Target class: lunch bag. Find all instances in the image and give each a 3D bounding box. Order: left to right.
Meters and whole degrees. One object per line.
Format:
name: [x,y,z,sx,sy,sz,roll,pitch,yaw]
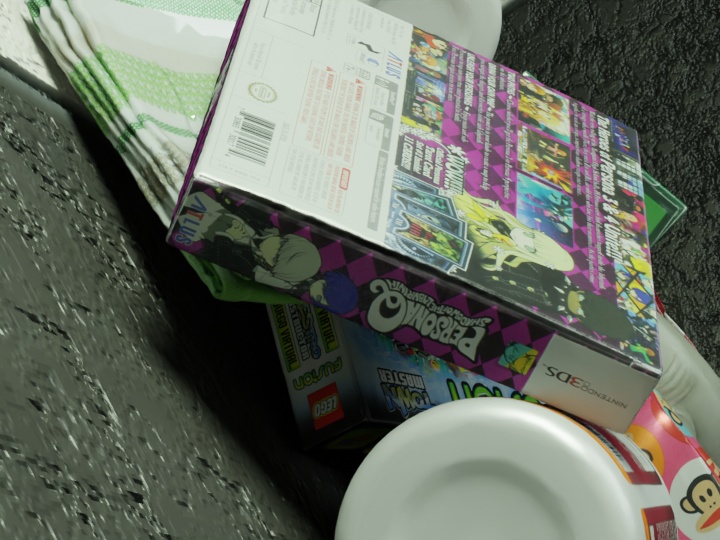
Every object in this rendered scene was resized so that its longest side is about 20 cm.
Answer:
lunch bag: [0.152,0.145,1.086,0.176,0.082,0.200,55,-10,-8]

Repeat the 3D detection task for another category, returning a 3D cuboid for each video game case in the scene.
video game case: [0.026,-0.036,0.781,0.181,0.036,0.200,22,29,-9]

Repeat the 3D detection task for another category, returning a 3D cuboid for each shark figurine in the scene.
shark figurine: [0.198,0.091,1.138,0.128,0.089,0.215,46,-15,36]

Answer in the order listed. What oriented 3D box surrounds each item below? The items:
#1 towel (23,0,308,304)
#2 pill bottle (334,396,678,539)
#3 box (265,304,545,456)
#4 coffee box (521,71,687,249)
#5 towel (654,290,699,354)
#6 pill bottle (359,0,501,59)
towel: [-0.036,-0.057,0.820,0.149,0.031,0.200,1,38,-38]
pill bottle: [0.066,0.109,0.790,0.113,0.113,0.200,58,9,13]
box: [0.034,0.031,0.899,0.200,0.035,0.110,13,56,-53]
coffee box: [0.125,-0.051,1.196,0.123,0.044,0.200,41,-1,2]
towel: [0.142,0.008,1.200,0.144,0.023,0.200,39,-5,44]
pill bottle: [-0.005,-0.169,1.146,0.112,0.112,0.200,50,3,-34]
